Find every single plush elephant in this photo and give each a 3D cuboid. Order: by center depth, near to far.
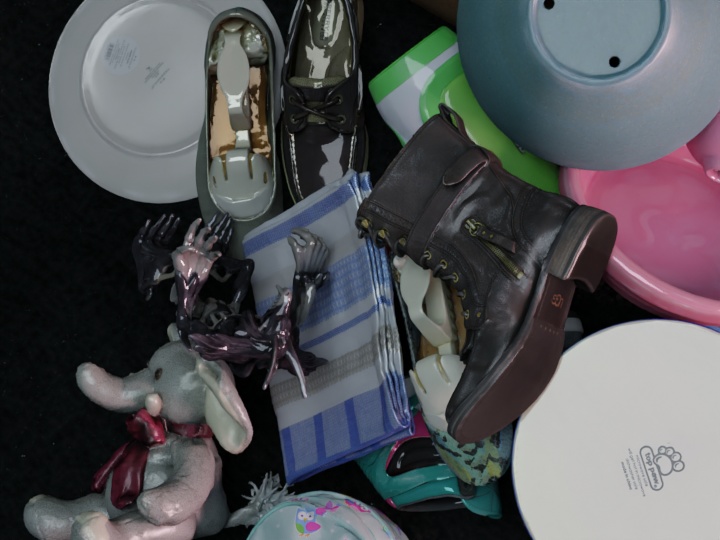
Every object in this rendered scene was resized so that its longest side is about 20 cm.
[{"bbox_3d":[-0.147,0.121,1.462,0.200,0.165,0.155,-7,93,-17],"label":"plush elephant"}]

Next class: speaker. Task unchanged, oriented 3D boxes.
[{"bbox_3d":[0.094,-0.079,1.451,0.088,0.088,0.200,-37,92,5],"label":"speaker"}]

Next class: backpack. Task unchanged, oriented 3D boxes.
[{"bbox_3d":[-0.037,0.259,1.426,0.167,0.127,0.200,29,89,16],"label":"backpack"}]

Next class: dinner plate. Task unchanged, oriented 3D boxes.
[{"bbox_3d":[-0.157,-0.154,1.575,0.200,0.024,0.201,-2,80,13],"label":"dinner plate"}]

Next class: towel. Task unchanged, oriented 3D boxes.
[{"bbox_3d":[-0.027,0.042,1.441,0.147,0.024,0.200,-27,67,44],"label":"towel"}]

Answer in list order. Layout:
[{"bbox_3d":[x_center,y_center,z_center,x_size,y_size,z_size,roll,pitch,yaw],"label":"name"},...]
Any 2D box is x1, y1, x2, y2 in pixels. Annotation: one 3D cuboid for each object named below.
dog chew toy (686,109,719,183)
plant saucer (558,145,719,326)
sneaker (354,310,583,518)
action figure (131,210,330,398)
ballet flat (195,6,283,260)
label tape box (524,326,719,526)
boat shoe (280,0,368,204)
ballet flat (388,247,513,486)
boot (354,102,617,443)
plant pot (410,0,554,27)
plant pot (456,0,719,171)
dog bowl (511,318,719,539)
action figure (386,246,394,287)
[{"bbox_3d":[0.289,-0.153,1.410,0.124,0.125,0.200,18,72,15],"label":"dog chew toy"},{"bbox_3d":[0.231,-0.034,1.410,0.200,0.051,0.201,11,49,-12],"label":"plant saucer"},{"bbox_3d":[0.089,0.118,1.442,0.200,0.084,0.121,-28,71,15],"label":"sneaker"},{"bbox_3d":[-0.088,0.012,1.408,0.200,0.119,0.102,39,116,50],"label":"action figure"},{"bbox_3d":[-0.095,-0.103,1.515,0.067,0.064,0.200,-2,90,1],"label":"ballet flat"},{"bbox_3d":[0.237,0.156,1.416,0.143,0.066,0.200,42,94,16],"label":"label tape box"},{"bbox_3d":[-0.033,-0.137,1.522,0.073,0.065,0.200,-4,81,10],"label":"boat shoe"},{"bbox_3d":[0.057,0.054,1.397,0.074,0.074,0.200,-18,64,9],"label":"ballet flat"},{"bbox_3d":[0.065,0.001,1.354,0.174,0.069,0.200,29,84,30],"label":"boot"},{"bbox_3d":[0.098,-0.258,1.458,0.198,0.200,0.200,37,90,7],"label":"plant pot"},{"bbox_3d":[0.157,-0.164,1.300,0.200,0.135,0.200,1,94,8],"label":"plant pot"},{"bbox_3d":[0.205,0.134,1.353,0.200,0.079,0.200,-2,81,14],"label":"dog bowl"},{"bbox_3d":[0.000,0.000,1.476,0.065,0.099,0.200,28,85,32],"label":"action figure"}]
